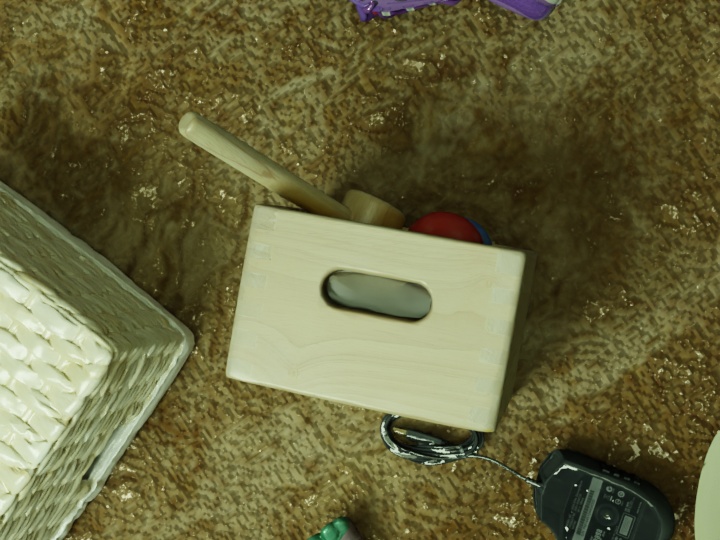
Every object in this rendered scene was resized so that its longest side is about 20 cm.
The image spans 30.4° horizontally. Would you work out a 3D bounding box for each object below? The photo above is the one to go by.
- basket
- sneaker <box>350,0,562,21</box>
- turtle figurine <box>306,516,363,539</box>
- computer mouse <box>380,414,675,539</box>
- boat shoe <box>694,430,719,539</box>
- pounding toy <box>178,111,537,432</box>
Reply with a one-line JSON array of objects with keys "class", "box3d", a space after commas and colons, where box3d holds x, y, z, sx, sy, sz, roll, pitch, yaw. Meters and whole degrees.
[{"class": "basket", "box3d": [-0.248, 0.068, 0.848, 0.200, 0.161, 0.199, 36, 96, 5]}, {"class": "sneaker", "box3d": [0.034, -0.194, 0.849, 0.199, 0.081, 0.084, 20, 111, 16]}, {"class": "turtle figurine", "box3d": [0.017, 0.263, 0.837, 0.150, 0.101, 0.200, -39, 69, -6]}, {"class": "computer mouse", "box3d": [0.107, 0.130, 0.857, 0.199, 0.034, 0.059, 23, 111, 14]}, {"class": "boat shoe", "box3d": [0.258, 0.194, 0.816, 0.074, 0.063, 0.203, -23, 71, 51]}, {"class": "pounding toy", "box3d": [0.000, 0.000, 0.791, 0.199, 0.184, 0.143, 11, 93, 9]}]
